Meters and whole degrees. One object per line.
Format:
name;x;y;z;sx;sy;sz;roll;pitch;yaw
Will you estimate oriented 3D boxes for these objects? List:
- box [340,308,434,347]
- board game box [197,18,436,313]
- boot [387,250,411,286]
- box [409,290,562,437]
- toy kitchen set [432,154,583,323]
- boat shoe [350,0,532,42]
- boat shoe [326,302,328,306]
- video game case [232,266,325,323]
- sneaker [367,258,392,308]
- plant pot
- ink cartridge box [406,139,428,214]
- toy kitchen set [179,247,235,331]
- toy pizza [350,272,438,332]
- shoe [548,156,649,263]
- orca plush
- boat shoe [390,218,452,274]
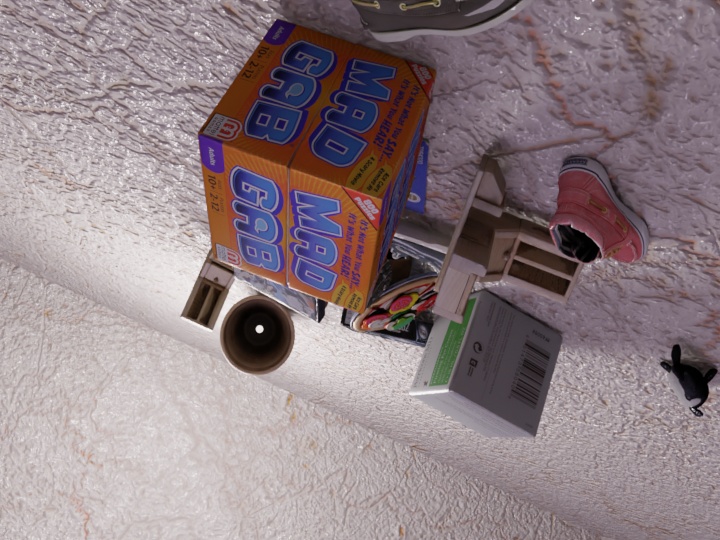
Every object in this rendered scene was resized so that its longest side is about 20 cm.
box;0.066;0.122;1.457;0.194;0.045;0.160;12;172;11
board game box;-0.046;-0.116;0.778;0.195;0.203;0.202;19;145;7
boot;0.000;0.000;1.171;0.195;0.074;0.077;-10;139;-25
box;0.233;0.180;1.277;0.197;0.203;0.171;28;159;-14
toy kitchen set;0.205;-0.032;0.855;0.176;0.201;0.167;21;118;7
boat shoe;0.067;-0.247;0.587;0.198;0.074;0.060;7;161;45
boat shoe;-0.152;0.014;1.429;0.200;0.073;0.062;48;168;-14
video game case;-0.135;-0.019;1.090;0.177;0.026;0.203;26;144;17
sneaker;-0.014;-0.025;1.086;0.089;0.078;0.202;33;158;44
plant pot;-0.272;0.167;1.825;0.196;0.205;0.175;24;177;-6
ink cartridge box;-0.003;-0.141;0.968;0.195;0.044;0.197;20;159;12
toy kitchen set;-0.280;0.047;1.509;0.160;0.185;0.199;26;164;-16
toy pizza;0.074;0.067;1.233;0.201;0.196;0.032;89;156;-68
shoe;0.289;-0.041;0.831;0.070;0.093;0.199;1;151;44
orca plush;0.562;0.173;1.154;0.070;0.106;0.200;-34;131;10
boat shoe;0.071;-0.039;1.070;0.195;0.073;0.063;19;115;3
